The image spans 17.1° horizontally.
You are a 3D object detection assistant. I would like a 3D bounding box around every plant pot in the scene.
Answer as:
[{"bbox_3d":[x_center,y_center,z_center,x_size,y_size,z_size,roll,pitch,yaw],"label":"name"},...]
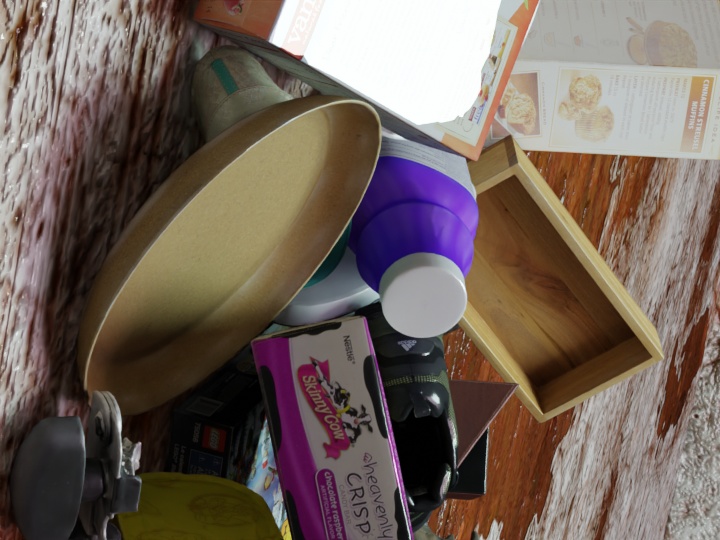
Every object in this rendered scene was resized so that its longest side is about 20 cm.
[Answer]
[{"bbox_3d":[-0.068,-0.012,1.171,0.200,0.027,0.200,-43,162,-18],"label":"plant pot"}]

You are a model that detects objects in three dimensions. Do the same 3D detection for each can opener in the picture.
[{"bbox_3d":[-0.140,0.145,1.157,0.053,0.066,0.201,-119,-149,-54],"label":"can opener"}]

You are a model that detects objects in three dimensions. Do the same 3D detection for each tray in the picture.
[{"bbox_3d":[0.109,0.008,1.581,0.200,0.098,0.037,50,19,-35],"label":"tray"}]

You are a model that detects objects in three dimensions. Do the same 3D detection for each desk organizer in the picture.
[{"bbox_3d":[0.052,0.114,1.605,0.200,0.077,0.072,121,-27,-81],"label":"desk organizer"}]

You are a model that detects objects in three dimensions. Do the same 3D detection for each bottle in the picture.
[{"bbox_3d":[0.026,-0.036,1.369,0.065,0.083,0.200,-57,-158,26],"label":"bottle"}]

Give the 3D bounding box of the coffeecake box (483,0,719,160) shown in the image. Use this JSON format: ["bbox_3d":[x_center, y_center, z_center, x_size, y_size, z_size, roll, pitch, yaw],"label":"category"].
[{"bbox_3d":[0.163,-0.146,1.579,0.154,0.199,0.073,-90,-176,-54],"label":"coffeecake box"}]

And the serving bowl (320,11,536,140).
[{"bbox_3d":[0.023,-0.178,1.340,0.200,0.066,0.201,-25,125,-43],"label":"serving bowl"}]

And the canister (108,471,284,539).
[{"bbox_3d":[-0.095,0.227,1.239,0.149,0.086,0.201,-121,-141,-63],"label":"canister"}]

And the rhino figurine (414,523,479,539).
[{"bbox_3d":[0.001,0.192,1.504,0.199,0.088,0.060,-16,148,-36],"label":"rhino figurine"}]

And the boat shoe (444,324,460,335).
[{"bbox_3d":[0.023,0.026,1.575,0.202,0.064,0.075,-14,117,-73],"label":"boat shoe"}]

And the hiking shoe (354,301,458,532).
[{"bbox_3d":[0.018,0.110,1.407,0.200,0.075,0.101,89,-3,-49],"label":"hiking shoe"}]

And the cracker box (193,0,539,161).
[{"bbox_3d":[0.014,-0.152,1.239,0.200,0.058,0.134,26,85,-53],"label":"cracker box"}]

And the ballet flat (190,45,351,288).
[{"bbox_3d":[-0.046,-0.057,1.266,0.067,0.062,0.200,-29,155,-7],"label":"ballet flat"}]

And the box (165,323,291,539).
[{"bbox_3d":[-0.062,0.114,1.405,0.200,0.040,0.138,-43,145,-63],"label":"box"}]

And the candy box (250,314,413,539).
[{"bbox_3d":[-0.012,0.094,1.241,0.200,0.061,0.137,165,-87,-88],"label":"candy box"}]

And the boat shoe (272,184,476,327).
[{"bbox_3d":[0.000,0.000,1.438,0.200,0.072,0.068,-37,147,-51],"label":"boat shoe"}]
